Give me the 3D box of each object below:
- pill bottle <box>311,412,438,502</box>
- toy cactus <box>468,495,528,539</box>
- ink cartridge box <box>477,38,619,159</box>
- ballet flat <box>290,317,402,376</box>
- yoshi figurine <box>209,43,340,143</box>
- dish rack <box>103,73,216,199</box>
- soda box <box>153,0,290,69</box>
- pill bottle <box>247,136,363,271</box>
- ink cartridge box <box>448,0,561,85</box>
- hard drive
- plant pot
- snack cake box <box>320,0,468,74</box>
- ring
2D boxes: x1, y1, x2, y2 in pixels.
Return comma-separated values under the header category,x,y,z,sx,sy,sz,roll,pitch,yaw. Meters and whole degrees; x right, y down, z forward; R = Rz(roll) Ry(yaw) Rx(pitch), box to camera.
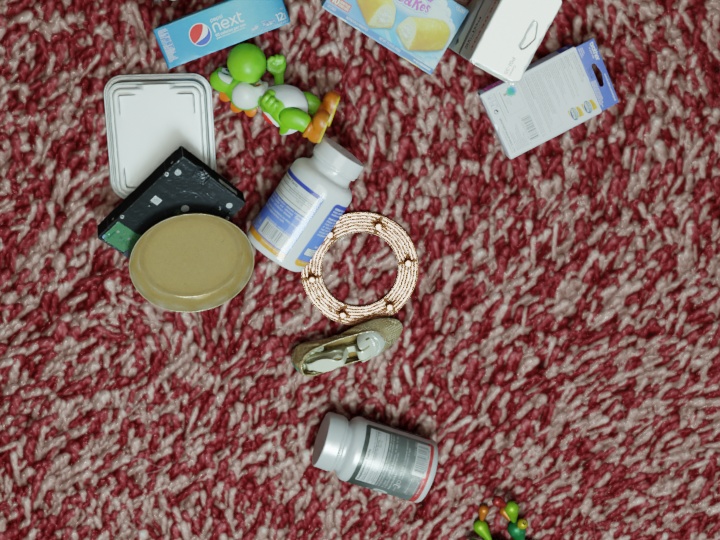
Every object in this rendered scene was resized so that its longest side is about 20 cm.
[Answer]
category,x,y,z,sx,sy,sz,roll,pitch,yaw
pill bottle,0.024,0.320,1.837,0.199,0.114,0.115,19,105,-10
toy cactus,0.272,0.511,1.941,0.164,0.102,0.201,12,98,-19
ink cartridge box,0.302,-0.278,1.710,0.199,0.042,0.120,-26,108,6
ballet flat,-0.019,0.137,1.798,0.199,0.065,0.071,-20,119,2
yoshi figurine,-0.132,-0.283,1.636,0.199,0.112,0.113,22,84,0
dish rack,-0.316,-0.206,1.674,0.170,0.044,0.202,-2,107,-4
soda box,-0.209,-0.374,1.616,0.199,0.068,0.065,-20,108,1
pill bottle,-0.083,-0.108,1.691,0.112,0.112,0.201,33,101,-14
ink cartridge box,0.211,-0.371,1.587,0.082,0.200,0.147,25,104,-13
hard drive,-0.299,-0.089,1.681,0.200,0.038,0.139,-41,127,17
plant pot,-0.270,-0.017,1.707,0.198,0.028,0.201,-7,130,-9
snack cake box,0.051,-0.404,1.632,0.199,0.067,0.115,29,104,-14
ring,0.000,0.000,1.782,0.199,0.019,0.202,-1,108,-4
